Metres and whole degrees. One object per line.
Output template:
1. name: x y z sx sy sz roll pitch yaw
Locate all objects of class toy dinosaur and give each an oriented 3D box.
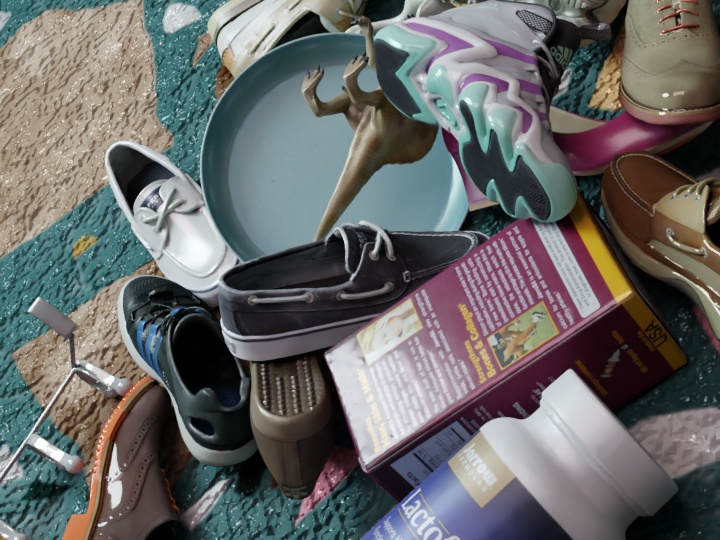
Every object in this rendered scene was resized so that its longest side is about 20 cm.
1. toy dinosaur: 0.012 -0.106 1.272 0.058 0.101 0.200 13 64 55

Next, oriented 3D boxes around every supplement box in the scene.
1. supplement box: 0.088 0.055 1.159 0.200 0.086 0.111 -35 42 11

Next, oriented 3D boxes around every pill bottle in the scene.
1. pill bottle: 0.081 0.159 1.063 0.200 0.116 0.116 -43 42 2

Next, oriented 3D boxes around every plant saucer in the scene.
1. plant saucer: -0.015 -0.074 1.321 0.199 0.027 0.201 -1 74 3

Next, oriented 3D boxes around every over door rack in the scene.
1. over door rack: -0.232 0.120 1.312 0.066 0.200 0.148 30 76 10

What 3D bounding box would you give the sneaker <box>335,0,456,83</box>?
1. sneaker: -0.003 -0.143 1.396 0.200 0.080 0.071 -37 44 12

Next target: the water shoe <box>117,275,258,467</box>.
1. water shoe: -0.119 0.052 1.325 0.071 0.079 0.200 -15 44 -23

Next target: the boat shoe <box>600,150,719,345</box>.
1. boat shoe: 0.220 -0.020 1.105 0.075 0.074 0.200 -15 42 -25

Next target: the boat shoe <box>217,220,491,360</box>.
1. boat shoe: 0.000 0.000 1.234 0.199 0.068 0.072 -14 38 -8

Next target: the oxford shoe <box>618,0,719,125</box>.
1. oxford shoe: 0.200 -0.154 1.190 0.070 0.075 0.200 -4 28 3

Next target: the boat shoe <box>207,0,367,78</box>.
1. boat shoe: -0.026 -0.218 1.486 0.199 0.075 0.069 -32 63 12

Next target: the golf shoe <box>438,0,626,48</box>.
1. golf shoe: 0.107 -0.233 1.343 0.200 0.079 0.097 33 42 17

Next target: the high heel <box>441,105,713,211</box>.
1. high heel: 0.141 -0.109 1.238 0.199 0.067 0.096 -16 89 42

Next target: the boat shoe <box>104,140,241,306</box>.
1. boat shoe: -0.151 -0.040 1.444 0.074 0.065 0.200 -48 41 -3

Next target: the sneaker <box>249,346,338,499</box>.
1. sneaker: -0.048 0.078 1.266 0.070 0.076 0.200 1 29 4

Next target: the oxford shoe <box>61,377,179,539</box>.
1. oxford shoe: -0.159 0.165 1.307 0.072 0.071 0.201 11 52 6

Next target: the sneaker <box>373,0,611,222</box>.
1. sneaker: 0.114 -0.121 1.184 0.139 0.078 0.200 -26 51 -20
